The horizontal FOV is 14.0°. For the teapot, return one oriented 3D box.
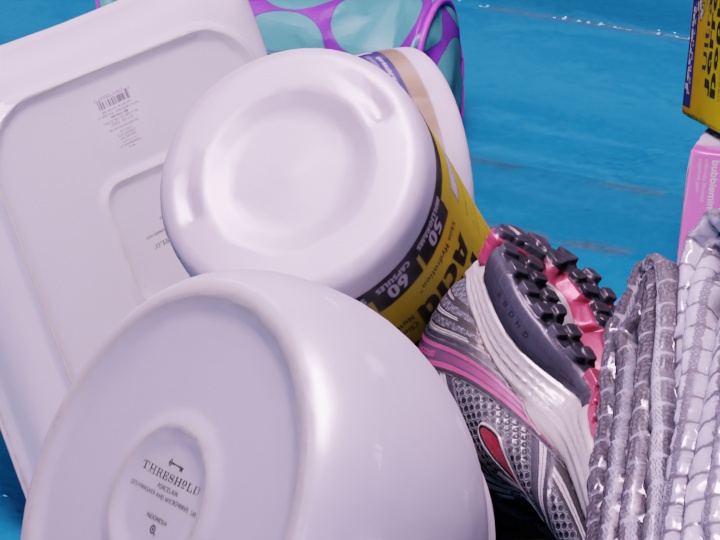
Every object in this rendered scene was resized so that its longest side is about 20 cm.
[{"bbox_3d":[-0.018,0.102,1.073,0.146,0.197,0.201,22,40,-38],"label":"teapot"}]

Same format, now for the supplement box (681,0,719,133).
[{"bbox_3d":[0.211,-0.108,1.272,0.108,0.110,0.200,5,8,-4],"label":"supplement box"}]

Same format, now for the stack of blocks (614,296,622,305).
[{"bbox_3d":[0.178,0.071,1.204,0.199,0.059,0.115,12,30,29],"label":"stack of blocks"}]

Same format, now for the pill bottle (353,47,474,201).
[{"bbox_3d":[-0.056,-0.035,1.384,0.199,0.112,0.111,-12,28,-16],"label":"pill bottle"}]

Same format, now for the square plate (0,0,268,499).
[{"bbox_3d":[-0.090,-0.016,1.265,0.200,0.199,0.028,-26,10,-38],"label":"square plate"}]

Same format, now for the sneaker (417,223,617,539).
[{"bbox_3d":[0.083,0.075,1.090,0.080,0.075,0.200,20,31,-37],"label":"sneaker"}]

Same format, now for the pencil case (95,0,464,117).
[{"bbox_3d":[-0.045,-0.111,1.563,0.199,0.086,0.092,5,12,17],"label":"pencil case"}]

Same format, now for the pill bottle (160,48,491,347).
[{"bbox_3d":[0.000,0.000,1.207,0.111,0.200,0.112,-7,66,15],"label":"pill bottle"}]

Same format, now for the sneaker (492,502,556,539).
[{"bbox_3d":[0.110,0.105,1.145,0.199,0.060,0.104,0,31,14],"label":"sneaker"}]

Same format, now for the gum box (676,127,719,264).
[{"bbox_3d":[0.203,-0.022,1.299,0.113,0.067,0.200,7,8,9],"label":"gum box"}]

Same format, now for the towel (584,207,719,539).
[{"bbox_3d":[0.156,0.096,1.003,0.165,0.086,0.201,34,41,-21],"label":"towel"}]
